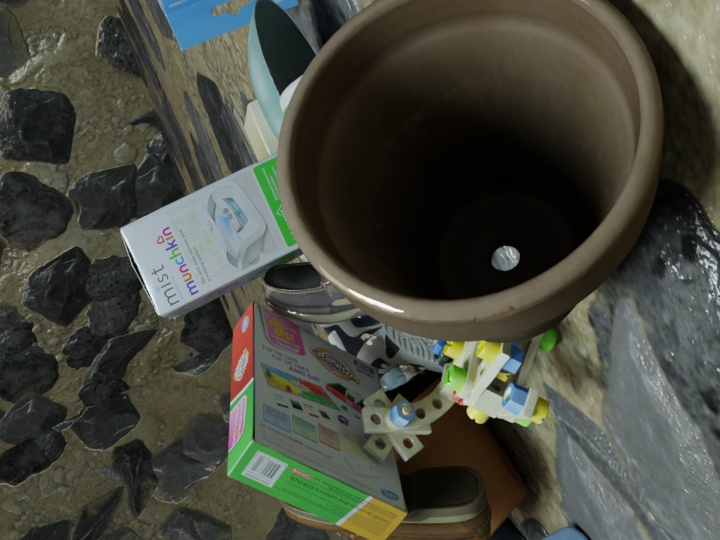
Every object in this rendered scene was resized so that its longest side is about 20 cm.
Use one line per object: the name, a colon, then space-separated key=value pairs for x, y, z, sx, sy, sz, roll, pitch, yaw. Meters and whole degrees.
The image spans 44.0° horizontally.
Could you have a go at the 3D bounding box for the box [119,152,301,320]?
box: x=-0.137 y=-0.030 z=0.924 sx=0.098 sy=0.174 sz=0.200 roll=64 pitch=176 yaw=-1

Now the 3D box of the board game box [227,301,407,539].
board game box: x=-0.042 y=0.127 z=0.785 sx=0.151 sy=0.041 sz=0.201 roll=30 pitch=-158 yaw=-21

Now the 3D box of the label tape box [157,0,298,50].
label tape box: x=-0.158 y=-0.349 z=0.898 sx=0.203 sy=0.142 sz=0.063 roll=64 pitch=164 yaw=1

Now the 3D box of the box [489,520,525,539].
box: x=0.139 y=0.383 z=1.093 sx=0.148 sy=0.105 sz=0.204 roll=43 pitch=153 yaw=59

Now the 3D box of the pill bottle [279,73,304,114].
pill bottle: x=0.020 y=-0.076 z=0.750 sx=0.203 sy=0.109 sz=0.111 roll=65 pitch=166 yaw=0

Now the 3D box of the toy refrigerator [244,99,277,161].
toy refrigerator: x=-0.089 y=-0.164 z=1.048 sx=0.071 sy=0.075 sz=0.200 roll=66 pitch=172 yaw=-6

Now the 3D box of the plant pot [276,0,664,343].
plant pot: x=0.071 y=-0.037 z=0.515 sx=0.202 sy=0.198 sz=0.175 roll=57 pitch=-179 yaw=29

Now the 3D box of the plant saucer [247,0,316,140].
plant saucer: x=-0.063 y=-0.164 z=0.872 sx=0.203 sy=0.038 sz=0.203 roll=57 pitch=-162 yaw=-29

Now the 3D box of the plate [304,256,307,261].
plate: x=-0.040 y=-0.034 z=1.026 sx=0.202 sy=0.025 sz=0.202 roll=60 pitch=165 yaw=27

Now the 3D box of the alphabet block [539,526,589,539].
alphabet block: x=0.176 y=0.397 z=0.798 sx=0.197 sy=0.192 sz=0.203 roll=51 pitch=162 yaw=49

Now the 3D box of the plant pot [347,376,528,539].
plant pot: x=0.078 y=0.228 z=0.922 sx=0.140 sy=0.199 sz=0.201 roll=43 pitch=160 yaw=16

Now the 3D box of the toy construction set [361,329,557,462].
toy construction set: x=0.084 y=0.091 z=0.723 sx=0.091 sy=0.133 sz=0.199 roll=32 pitch=140 yaw=-18

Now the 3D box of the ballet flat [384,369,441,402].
ballet flat: x=0.041 y=0.136 z=0.973 sx=0.057 sy=0.067 sz=0.199 roll=42 pitch=-159 yaw=14

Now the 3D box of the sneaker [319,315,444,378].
sneaker: x=0.039 y=0.076 z=0.918 sx=0.195 sy=0.080 sz=0.131 roll=15 pitch=149 yaw=21

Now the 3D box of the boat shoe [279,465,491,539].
boat shoe: x=0.020 y=0.223 z=0.806 sx=0.072 sy=0.195 sz=0.069 roll=-61 pitch=-36 yaw=-52

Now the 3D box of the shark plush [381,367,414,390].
shark plush: x=0.051 y=0.161 z=1.093 sx=0.202 sy=0.082 sz=0.091 roll=59 pitch=168 yaw=27

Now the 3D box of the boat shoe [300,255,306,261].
boat shoe: x=-0.054 y=-0.030 z=1.220 sx=0.069 sy=0.072 sz=0.199 roll=46 pitch=165 yaw=-18

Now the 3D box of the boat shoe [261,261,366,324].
boat shoe: x=0.000 y=0.000 z=0.844 sx=0.075 sy=0.195 sz=0.075 roll=-80 pitch=-15 yaw=-55
